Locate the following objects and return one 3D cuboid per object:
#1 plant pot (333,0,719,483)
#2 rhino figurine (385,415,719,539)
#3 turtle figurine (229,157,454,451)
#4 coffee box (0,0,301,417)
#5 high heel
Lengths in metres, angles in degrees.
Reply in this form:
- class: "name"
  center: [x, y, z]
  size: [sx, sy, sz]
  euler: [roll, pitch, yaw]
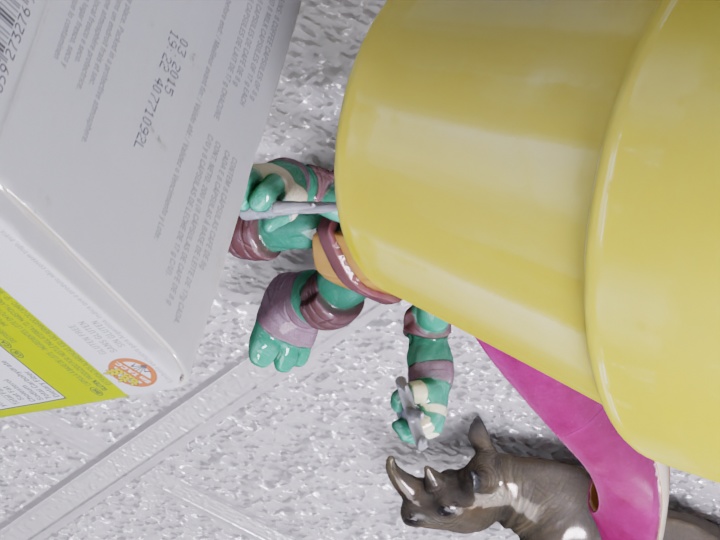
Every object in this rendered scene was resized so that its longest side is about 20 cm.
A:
- class: "plant pot"
  center: [0.102, -0.034, 0.973]
  size: [0.188, 0.201, 0.201]
  euler: [13, 151, 31]
- class: "rhino figurine"
  center: [0.101, 0.130, 1.326]
  size: [0.200, 0.060, 0.087]
  euler: [26, 132, -13]
- class: "turtle figurine"
  center: [0.000, 0.000, 1.136]
  size: [0.200, 0.101, 0.150]
  euler: [-5, 124, 56]
- class: "coffee box"
  center: [-0.171, -0.079, 0.997]
  size: [0.197, 0.200, 0.200]
  euler: [-12, 139, 37]
- class: "high heel"
  center: [0.092, 0.068, 1.221]
  size: [0.096, 0.068, 0.200]
  euler: [0, 140, 6]
